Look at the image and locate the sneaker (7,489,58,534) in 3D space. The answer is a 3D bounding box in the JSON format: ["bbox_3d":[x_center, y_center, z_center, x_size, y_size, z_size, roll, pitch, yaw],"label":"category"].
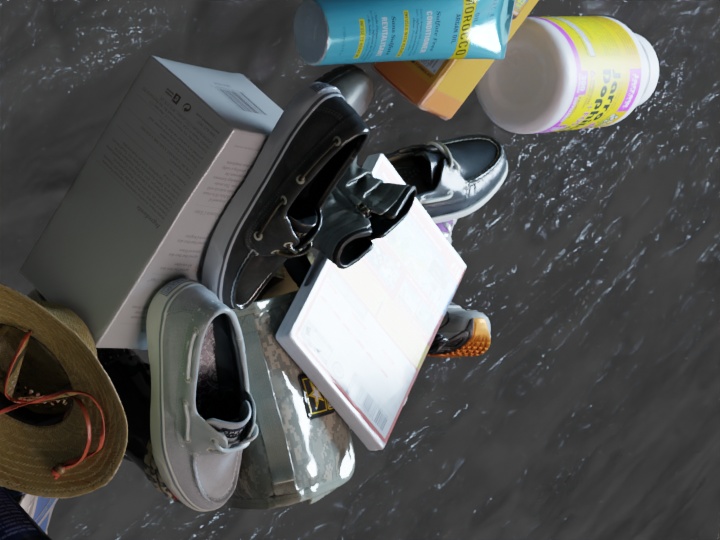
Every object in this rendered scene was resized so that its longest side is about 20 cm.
[{"bbox_3d":[-0.307,0.238,1.770,0.077,0.076,0.201,7,123,-55],"label":"sneaker"}]

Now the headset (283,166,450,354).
[{"bbox_3d":[0.000,0.000,1.803,0.094,0.200,0.124,-22,-151,49],"label":"headset"}]

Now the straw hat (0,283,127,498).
[{"bbox_3d":[-0.241,0.065,1.537,0.085,0.200,0.202,-55,168,-50],"label":"straw hat"}]

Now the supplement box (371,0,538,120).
[{"bbox_3d":[0.099,-0.227,1.770,0.200,0.069,0.066,-52,155,11],"label":"supplement box"}]

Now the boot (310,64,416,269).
[{"bbox_3d":[-0.009,-0.078,1.695,0.200,0.130,0.068,-50,155,-39],"label":"boot"}]

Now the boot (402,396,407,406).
[{"bbox_3d":[-0.068,0.112,1.871,0.144,0.199,0.073,-6,90,-53],"label":"boot"}]

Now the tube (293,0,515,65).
[{"bbox_3d":[0.042,-0.197,1.682,0.199,0.050,0.078,-10,128,-33],"label":"tube"}]

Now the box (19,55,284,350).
[{"bbox_3d":[-0.144,-0.048,1.597,0.201,0.097,0.124,-56,154,16],"label":"box"}]

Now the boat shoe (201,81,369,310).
[{"bbox_3d":[-0.056,-0.043,1.560,0.068,0.057,0.201,-13,138,-52],"label":"boat shoe"}]

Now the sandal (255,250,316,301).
[{"bbox_3d":[-0.052,0.007,1.870,0.211,0.070,0.078,18,131,-40],"label":"sandal"}]

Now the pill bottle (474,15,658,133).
[{"bbox_3d":[0.197,-0.182,1.946,0.199,0.104,0.105,-11,136,-53],"label":"pill bottle"}]

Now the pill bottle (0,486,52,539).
[{"bbox_3d":[-0.297,0.223,1.616,0.112,0.200,0.112,-37,153,-22],"label":"pill bottle"}]

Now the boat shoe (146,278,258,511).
[{"bbox_3d":[-0.115,0.105,1.591,0.070,0.071,0.202,-27,126,-33],"label":"boat shoe"}]

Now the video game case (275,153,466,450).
[{"bbox_3d":[0.012,0.025,1.725,0.143,0.017,0.201,51,49,-31],"label":"video game case"}]

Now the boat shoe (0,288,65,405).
[{"bbox_3d":[-0.253,0.093,1.664,0.072,0.076,0.201,-32,143,-21],"label":"boat shoe"}]

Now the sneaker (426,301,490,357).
[{"bbox_3d":[0.051,0.033,1.960,0.075,0.199,0.093,7,85,-34],"label":"sneaker"}]

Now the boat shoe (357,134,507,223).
[{"bbox_3d":[0.056,-0.080,1.895,0.199,0.076,0.061,-30,148,-30],"label":"boat shoe"}]

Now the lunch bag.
[{"bbox_3d":[-0.074,0.107,1.726,0.117,0.165,0.200,-13,179,-6],"label":"lunch bag"}]

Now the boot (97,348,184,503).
[{"bbox_3d":[-0.172,0.141,1.748,0.073,0.154,0.204,-36,150,-13],"label":"boot"}]

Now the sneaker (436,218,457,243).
[{"bbox_3d":[0.070,-0.034,1.945,0.200,0.114,0.073,-34,151,-30],"label":"sneaker"}]
